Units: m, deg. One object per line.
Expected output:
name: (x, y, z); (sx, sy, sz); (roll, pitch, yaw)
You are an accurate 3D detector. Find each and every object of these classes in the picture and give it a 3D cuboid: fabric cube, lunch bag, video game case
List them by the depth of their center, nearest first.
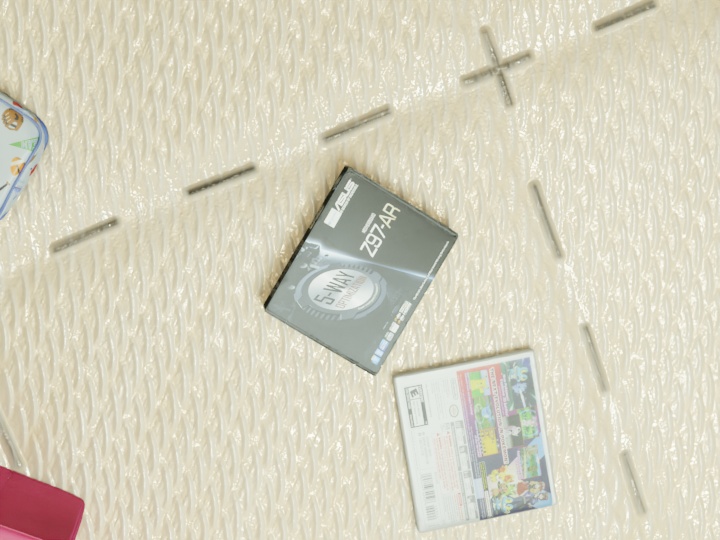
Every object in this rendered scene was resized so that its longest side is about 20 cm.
fabric cube: (-0.440, 0.338, 1.463); (0.199, 0.199, 0.198); (23, 92, -9)
lunch bag: (-0.468, -0.147, 1.469); (0.199, 0.076, 0.161); (31, 94, -10)
video game case: (0.143, 0.211, 1.613); (0.180, 0.023, 0.202); (-10, 97, -6)

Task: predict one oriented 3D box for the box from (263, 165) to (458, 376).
box: (0.000, 0.000, 1.559); (0.159, 0.044, 0.201); (31, 92, -10)
